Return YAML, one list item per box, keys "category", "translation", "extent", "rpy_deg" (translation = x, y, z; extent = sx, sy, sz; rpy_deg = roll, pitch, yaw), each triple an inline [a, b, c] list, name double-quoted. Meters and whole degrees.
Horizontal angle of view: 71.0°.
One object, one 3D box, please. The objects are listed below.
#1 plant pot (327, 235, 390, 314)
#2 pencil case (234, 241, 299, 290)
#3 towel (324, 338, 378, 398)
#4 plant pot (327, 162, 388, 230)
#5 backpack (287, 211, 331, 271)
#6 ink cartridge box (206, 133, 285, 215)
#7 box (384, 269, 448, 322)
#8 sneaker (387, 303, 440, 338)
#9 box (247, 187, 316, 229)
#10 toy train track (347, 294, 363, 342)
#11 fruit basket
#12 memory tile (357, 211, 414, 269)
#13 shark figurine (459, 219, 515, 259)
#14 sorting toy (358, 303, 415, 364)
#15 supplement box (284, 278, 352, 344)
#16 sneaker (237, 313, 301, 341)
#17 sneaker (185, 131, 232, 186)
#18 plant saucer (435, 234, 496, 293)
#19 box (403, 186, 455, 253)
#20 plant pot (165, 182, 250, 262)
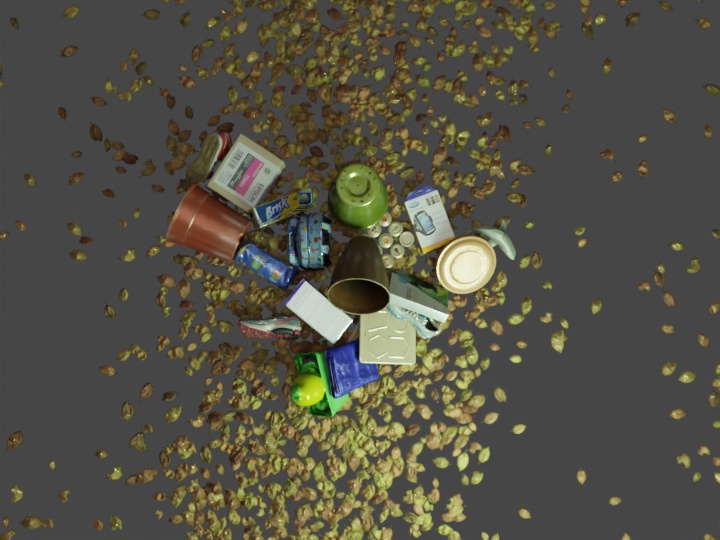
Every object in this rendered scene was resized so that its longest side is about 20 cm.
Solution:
- category: "plant pot"
  translation: [0.000, 0.000, 1.537]
  extent: [0.185, 0.187, 0.201]
  rpy_deg: [6, 53, -3]
- category: "pencil case"
  translation: [-0.294, -0.018, 1.589]
  extent: [0.199, 0.078, 0.087]
  rpy_deg: [31, 116, -3]
- category: "towel"
  translation: [-0.021, 0.295, 1.554]
  extent: [0.049, 0.199, 0.149]
  rpy_deg: [-9, 91, 40]
- category: "plant pot"
  translation: [-0.007, -0.239, 1.548]
  extent: [0.199, 0.193, 0.202]
  rpy_deg: [0, 86, -1]
- category: "backpack"
  translation: [-0.154, -0.090, 1.540]
  extent: [0.133, 0.200, 0.184]
  rpy_deg: [0, 90, -4]
- category: "ink cartridge box"
  translation: [-0.357, -0.299, 1.594]
  extent: [0.164, 0.075, 0.201]
  rpy_deg: [31, 87, -1]
- category: "box"
  translation: [0.180, 0.077, 1.590]
  extent: [0.199, 0.145, 0.036]
  rpy_deg: [21, 122, -4]
- category: "sneaker"
  translation: [0.173, 0.136, 1.584]
  extent: [0.199, 0.087, 0.075]
  rpy_deg: [36, 70, -10]
- category: "box"
  translation: [-0.242, -0.193, 1.566]
  extent: [0.199, 0.070, 0.065]
  rpy_deg: [-25, 100, -24]
- category: "toy train track"
  translation: [0.013, 0.141, 1.629]
  extent: [0.114, 0.033, 0.201]
  rpy_deg: [26, 94, -24]
- category: "fruit basket"
  translation: [-0.148, 0.351, 1.530]
  extent: [0.214, 0.155, 0.217]
  rpy_deg: [9, 75, -36]
- category: "memory tile"
  translation: [0.064, -0.081, 1.645]
  extent: [0.153, 0.017, 0.200]
  rpy_deg: [43, 86, -2]
- category: "shark figurine"
  translation: [0.413, -0.117, 1.633]
  extent: [0.213, 0.089, 0.129]
  rpy_deg: [10, 87, -5]
- category: "sorting toy"
  translation: [0.085, 0.202, 1.602]
  extent: [0.199, 0.036, 0.187]
  rpy_deg: [6, 77, -21]
- category: "supplement box"
  translation: [-0.130, 0.126, 1.586]
  extent: [0.200, 0.101, 0.104]
  rpy_deg: [38, 87, -2]
- category: "sneaker"
  translation: [-0.286, 0.173, 1.596]
  extent: [0.198, 0.081, 0.075]
  rpy_deg: [5, 60, -4]
- category: "sneaker"
  translation: [-0.474, -0.353, 1.600]
  extent: [0.071, 0.113, 0.200]
  rpy_deg: [39, 117, -4]
- category: "plant saucer"
  translation: [0.338, -0.015, 1.612]
  extent: [0.199, 0.032, 0.202]
  rpy_deg: [-3, 114, -7]
- category: "box"
  translation: [0.220, -0.168, 1.646]
  extent: [0.118, 0.041, 0.201]
  rpy_deg: [-20, 88, -4]
- category: "plant pot"
  translation: [-0.452, -0.131, 1.537]
  extent: [0.194, 0.201, 0.202]
  rpy_deg: [27, 87, -11]
